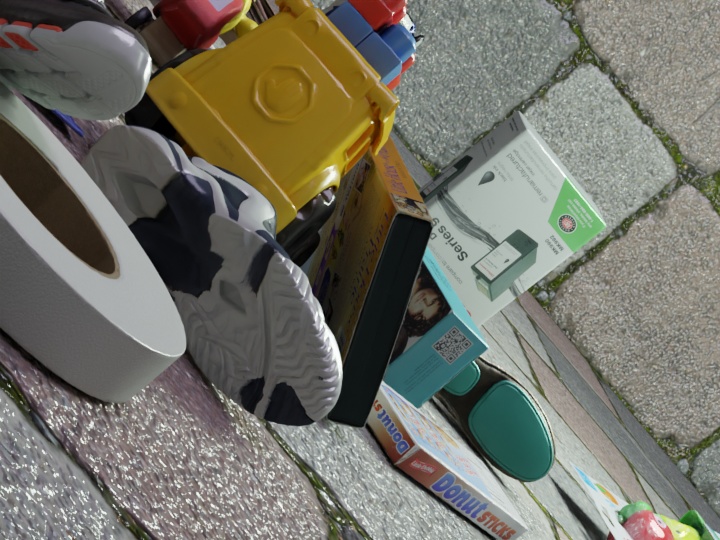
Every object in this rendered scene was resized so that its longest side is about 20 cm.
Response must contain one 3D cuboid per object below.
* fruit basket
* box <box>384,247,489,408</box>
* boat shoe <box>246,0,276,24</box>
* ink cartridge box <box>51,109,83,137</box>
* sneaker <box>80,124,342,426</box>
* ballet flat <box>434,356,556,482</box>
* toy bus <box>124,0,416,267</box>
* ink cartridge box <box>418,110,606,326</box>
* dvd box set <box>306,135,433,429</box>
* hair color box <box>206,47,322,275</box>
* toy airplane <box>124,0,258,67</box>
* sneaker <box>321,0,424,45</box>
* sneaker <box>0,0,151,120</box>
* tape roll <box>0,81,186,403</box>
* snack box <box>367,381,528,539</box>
[{"bbox_3d":[0.301,0.276,2.141,0.200,0.094,0.185,43,10,-30],"label":"fruit basket"},{"bbox_3d":[0.028,0.024,1.742,0.049,0.082,0.200,44,9,-32],"label":"box"},{"bbox_3d":[-0.083,-0.227,2.401,0.200,0.070,0.070,52,6,-3],"label":"boat shoe"},{"bbox_3d":[-0.217,-0.170,1.364,0.119,0.042,0.200,46,10,-33],"label":"ink cartridge box"},{"bbox_3d":[-0.065,0.003,1.240,0.199,0.080,0.129,42,13,17],"label":"sneaker"},{"bbox_3d":[0.094,0.096,1.860,0.200,0.068,0.067,50,-1,-20],"label":"ballet flat"},{"bbox_3d":[-0.040,-0.100,1.410,0.136,0.192,0.200,46,-10,6],"label":"toy bus"},{"bbox_3d":[0.140,-0.048,2.353,0.146,0.200,0.084,48,10,-16],"label":"ink cartridge box"},{"bbox_3d":[0.000,0.000,1.455,0.029,0.147,0.200,15,16,-12],"label":"dvd box set"},{"bbox_3d":[-0.067,-0.072,1.712,0.200,0.061,0.099,54,8,18],"label":"hair color box"},{"bbox_3d":[-0.120,-0.227,1.847,0.200,0.141,0.199,42,11,-50],"label":"toy airplane"},{"bbox_3d":[-0.012,-0.161,1.702,0.081,0.115,0.200,42,26,-28],"label":"sneaker"},{"bbox_3d":[-0.157,-0.131,1.076,0.077,0.082,0.200,42,-16,-36],"label":"sneaker"},{"bbox_3d":[-0.157,-0.028,0.999,0.203,0.037,0.203,49,7,-8],"label":"tape roll"},{"bbox_3d":[0.058,0.137,1.570,0.072,0.024,0.200,56,9,34],"label":"snack box"}]
